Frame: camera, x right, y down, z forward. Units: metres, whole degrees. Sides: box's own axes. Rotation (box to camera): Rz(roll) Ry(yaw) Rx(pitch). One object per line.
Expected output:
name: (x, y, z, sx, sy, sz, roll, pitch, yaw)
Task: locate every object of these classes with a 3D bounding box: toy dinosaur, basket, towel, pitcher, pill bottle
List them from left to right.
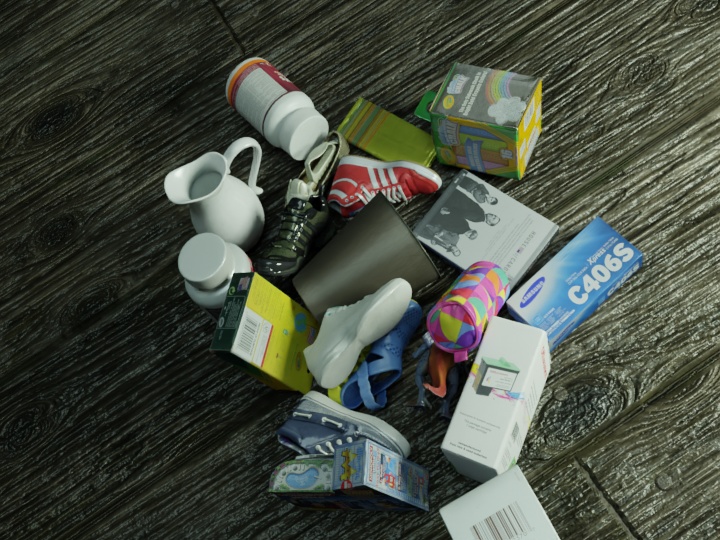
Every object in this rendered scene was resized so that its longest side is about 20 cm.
pill bottle: (-0.214, 0.023, 1.325, 0.108, 0.201, 0.113, -6, 63, 13)
pitcher: (-0.218, -0.125, 1.398, 0.170, 0.201, 0.122, -35, 60, -4)
pill bottle: (-0.152, -0.295, 1.514, 0.109, 0.110, 0.200, -42, 61, -7)
basket: (0.000, 0.000, 1.317, 0.198, 0.136, 0.182, -35, 60, 1)
towel: (0.051, -0.235, 1.481, 0.198, 0.018, 0.087, 33, 83, 26)
toy dinosaur: (0.132, 0.126, 1.206, 0.103, 0.200, 0.185, 18, 67, -4)

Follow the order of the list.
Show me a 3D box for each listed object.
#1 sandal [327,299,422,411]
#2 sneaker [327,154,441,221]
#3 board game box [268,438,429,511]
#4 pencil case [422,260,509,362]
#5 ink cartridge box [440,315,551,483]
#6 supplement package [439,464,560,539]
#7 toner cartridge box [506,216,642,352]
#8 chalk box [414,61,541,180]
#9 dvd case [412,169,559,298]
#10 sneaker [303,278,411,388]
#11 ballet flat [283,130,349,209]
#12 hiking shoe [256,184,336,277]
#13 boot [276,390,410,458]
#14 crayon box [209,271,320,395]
sandal: (0.038, 0.137, 1.259, 0.087, 0.079, 0.202, 27, 82, 49)
sneaker: (0.035, -0.128, 1.400, 0.197, 0.071, 0.114, 10, 64, 29)
board game box: (-0.017, 0.285, 1.140, 0.196, 0.200, 0.063, -4, 64, 14)
pencil case: (0.159, 0.054, 1.204, 0.087, 0.090, 0.200, 12, 25, 21)
ink cartridge box: (0.194, 0.187, 1.157, 0.083, 0.145, 0.203, 17, 70, 23)
supplement package: (0.187, 0.348, 1.049, 0.116, 0.201, 0.118, -30, 60, 0)
toner cartridge box: (0.326, 0.020, 1.259, 0.199, 0.043, 0.095, -42, 60, -6)
chalk box: (0.190, -0.253, 1.377, 0.197, 0.125, 0.126, 16, 61, 24)
dvd case: (0.200, -0.061, 1.346, 0.199, 0.025, 0.151, 35, 78, 27)
sneaker: (-0.013, 0.075, 1.230, 0.200, 0.075, 0.089, -46, 51, 5)
ballet flat: (-0.087, -0.162, 1.450, 0.067, 0.076, 0.202, 24, 74, 24)
hiking shoe: (-0.114, -0.065, 1.354, 0.074, 0.102, 0.200, 6, 31, 28)
boot: (-0.027, 0.256, 1.222, 0.197, 0.074, 0.091, 17, 49, 32)
crayon box: (-0.137, 0.104, 1.277, 0.050, 0.200, 0.129, -2, 61, 35)
